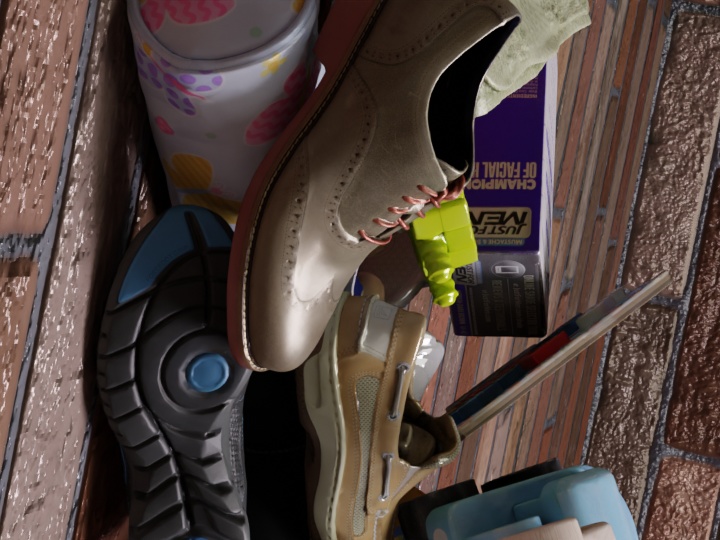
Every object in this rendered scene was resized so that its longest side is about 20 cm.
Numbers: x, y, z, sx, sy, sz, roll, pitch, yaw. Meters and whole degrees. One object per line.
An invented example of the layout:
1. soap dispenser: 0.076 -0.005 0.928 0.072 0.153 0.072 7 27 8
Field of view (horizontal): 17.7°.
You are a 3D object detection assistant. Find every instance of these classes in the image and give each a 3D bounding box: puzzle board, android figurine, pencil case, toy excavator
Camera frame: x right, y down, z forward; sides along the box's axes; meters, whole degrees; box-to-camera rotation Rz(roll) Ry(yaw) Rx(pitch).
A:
1. puzzle board: 0.084 0.070 1.395 0.200 0.017 0.151 -33 178 -36
2. android figurine: 0.021 -0.080 1.244 0.182 0.041 0.201 74 0 -75
3. pencil case: -0.049 -0.069 1.035 0.091 0.083 0.200 -57 159 -24
4. toy excavator: 0.096 0.145 1.195 0.194 0.200 0.100 -12 80 -38

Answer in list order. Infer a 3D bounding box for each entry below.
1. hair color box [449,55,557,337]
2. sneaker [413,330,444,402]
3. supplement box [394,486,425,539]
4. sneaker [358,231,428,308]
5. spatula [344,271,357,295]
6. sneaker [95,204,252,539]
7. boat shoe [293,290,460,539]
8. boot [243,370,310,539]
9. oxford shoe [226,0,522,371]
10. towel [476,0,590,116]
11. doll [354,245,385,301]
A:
1. hair color box: 0.088 -0.071 1.433 0.109 0.065 0.201 78 13 -60
2. sneaker: -0.010 0.086 1.348 0.200 0.070 0.080 119 -5 -69
3. supplement box: 0.009 0.182 1.382 0.069 0.066 0.200 -58 -172 -19
4. sneaker: 0.030 -0.010 1.485 0.200 0.070 0.099 -72 162 -47
5. spatula: 0.000 0.000 1.199 0.057 0.020 0.201 -114 -155 -54
6. sneaker: -0.087 0.055 1.063 0.082 0.073 0.201 -109 -160 -61
7. boat shoe: 0.012 0.090 1.162 0.200 0.076 0.072 83 14 -51
8. boot: -0.054 0.079 1.183 0.163 0.073 0.199 91 9 -50
9. oxford shoe: 0.003 -0.037 0.972 0.070 0.075 0.201 -14 130 -61
10. towel: 0.051 -0.193 1.220 0.200 0.036 0.148 61 39 -14
11. doll: -0.016 -0.041 1.288 0.200 0.048 0.137 74 17 -71
